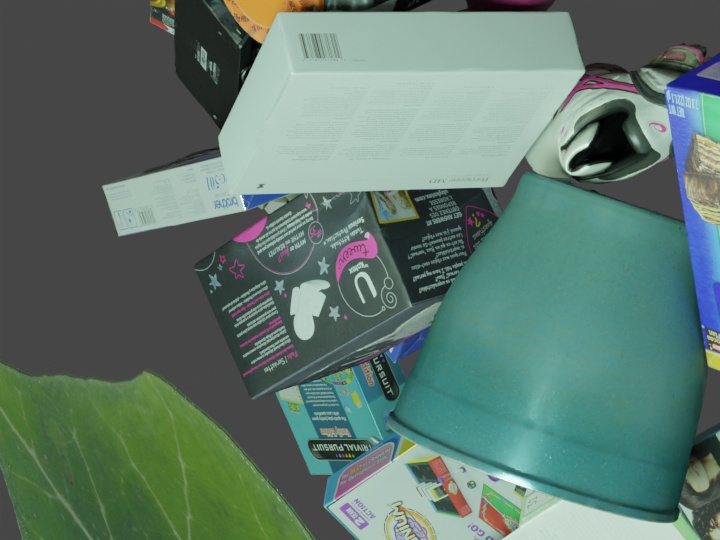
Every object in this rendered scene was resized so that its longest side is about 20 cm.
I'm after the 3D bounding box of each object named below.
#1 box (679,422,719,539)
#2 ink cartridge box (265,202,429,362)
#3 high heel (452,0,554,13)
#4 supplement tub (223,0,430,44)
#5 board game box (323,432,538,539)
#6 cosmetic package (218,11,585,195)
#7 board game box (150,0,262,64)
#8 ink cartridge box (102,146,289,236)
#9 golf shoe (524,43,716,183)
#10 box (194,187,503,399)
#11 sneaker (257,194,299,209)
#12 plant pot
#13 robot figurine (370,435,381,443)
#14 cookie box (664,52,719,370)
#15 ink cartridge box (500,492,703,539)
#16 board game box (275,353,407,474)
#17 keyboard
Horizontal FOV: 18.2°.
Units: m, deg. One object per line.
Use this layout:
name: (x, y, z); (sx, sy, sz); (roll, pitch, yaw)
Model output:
box: (0.279, 0.125, 1.484); (0.082, 0.049, 0.200); (58, 150, 6)
ink cartridge box: (-0.008, -0.032, 1.786); (0.200, 0.044, 0.094); (50, 148, 20)
high heel: (0.105, -0.147, 1.505); (0.200, 0.067, 0.096); (144, 107, -75)
supplement tub: (0.008, -0.224, 1.455); (0.122, 0.200, 0.123); (37, 143, 35)
board game box: (0.097, 0.159, 1.635); (0.200, 0.040, 0.153); (-35, 110, 20)
cosmetic package: (0.024, -0.107, 1.449); (0.151, 0.200, 0.052); (121, 141, -55)
board game box: (-0.053, -0.163, 1.552); (0.200, 0.035, 0.126); (28, 162, 5)
ink cartridge box: (-0.101, -0.066, 1.644); (0.200, 0.094, 0.044); (-8, 102, 58)
golf shoe: (0.152, -0.092, 1.455); (0.073, 0.092, 0.200); (61, 153, -5)
box: (0.000, 0.000, 1.632); (0.200, 0.132, 0.115); (-30, 79, 46)
sneaker: (-0.015, -0.091, 1.688); (0.200, 0.081, 0.088); (-6, 98, 43)
plant pot: (0.139, 0.042, 1.461); (0.200, 0.200, 0.188); (22, 96, 48)
robot figurine: (0.088, 0.197, 1.744); (0.200, 0.113, 0.170); (47, 145, -19)
cookie box: (0.277, -0.020, 1.339); (0.171, 0.075, 0.200); (20, 132, 48)
ink cartridge box: (0.157, 0.225, 1.610); (0.200, 0.048, 0.146); (-35, 105, 21)
board game box: (-0.028, 0.077, 1.920); (0.151, 0.047, 0.200); (-6, 110, 59)
keyboard: (-0.087, -0.147, 1.561); (0.104, 0.040, 0.200); (52, 167, 9)
